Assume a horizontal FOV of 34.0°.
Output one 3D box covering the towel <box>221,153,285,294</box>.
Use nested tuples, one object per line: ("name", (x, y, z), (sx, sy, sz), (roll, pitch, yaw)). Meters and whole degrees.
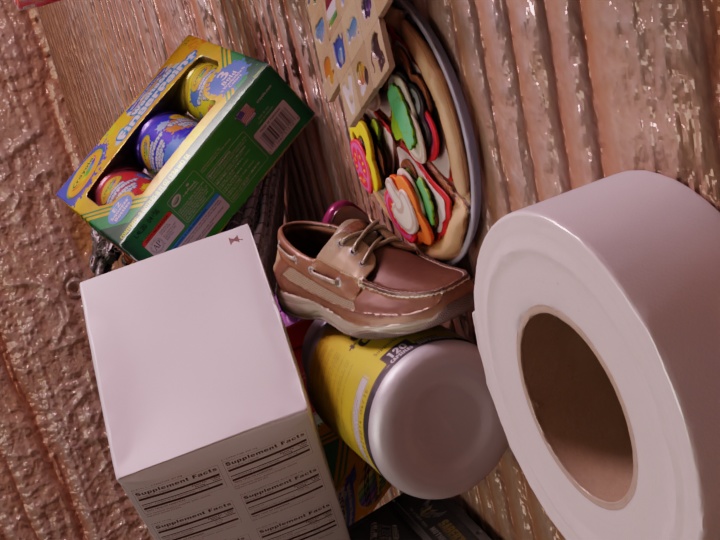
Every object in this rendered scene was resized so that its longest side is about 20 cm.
("towel", (-0.124, -0.018, 1.136), (0.167, 0.084, 0.202), (98, 178, -55))

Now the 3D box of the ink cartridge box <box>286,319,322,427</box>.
("ink cartridge box", (-0.066, 0.139, 1.149), (0.068, 0.115, 0.201), (60, 171, 33))

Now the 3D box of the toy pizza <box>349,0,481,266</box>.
("toy pizza", (0.024, -0.097, 0.824), (0.202, 0.031, 0.201), (90, 154, -46))

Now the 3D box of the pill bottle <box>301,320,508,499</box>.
("pill bottle", (0.024, 0.085, 0.880), (0.200, 0.111, 0.114), (27, 134, 65))

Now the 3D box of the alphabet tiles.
("alphabet tiles", (-0.013, -0.209, 0.799), (0.166, 0.006, 0.203), (134, 126, -67))

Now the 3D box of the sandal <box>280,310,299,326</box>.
("sandal", (-0.072, 0.042, 1.229), (0.202, 0.049, 0.084), (16, 123, 68))

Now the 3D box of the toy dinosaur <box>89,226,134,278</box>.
("toy dinosaur", (-0.212, -0.025, 1.155), (0.102, 0.200, 0.135), (49, 147, -8))

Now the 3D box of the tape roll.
("tape roll", (0.133, 0.056, 0.589), (0.203, 0.070, 0.204), (57, 158, 37))

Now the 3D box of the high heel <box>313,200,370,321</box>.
("high heel", (-0.026, -0.001, 1.008), (0.096, 0.067, 0.202), (43, 153, 35))

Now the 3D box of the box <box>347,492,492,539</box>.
("box", (0.040, 0.263, 0.936), (0.200, 0.157, 0.049), (35, 149, 61))

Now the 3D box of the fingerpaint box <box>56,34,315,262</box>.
("fingerpaint box", (-0.162, -0.104, 1.057), (0.073, 0.201, 0.166), (44, 172, -37))

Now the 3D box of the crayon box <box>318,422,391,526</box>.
("crayon box", (-0.024, 0.200, 1.087), (0.051, 0.200, 0.127), (24, 141, 22))

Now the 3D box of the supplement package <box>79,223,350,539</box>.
("supplement package", (-0.113, 0.115, 0.940), (0.201, 0.145, 0.193), (77, 173, -50))

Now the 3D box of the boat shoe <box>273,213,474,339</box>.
("boat shoe", (0.000, 0.000, 0.847), (0.198, 0.075, 0.073), (6, 115, 46))

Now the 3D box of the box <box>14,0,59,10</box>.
("box", (-0.248, -0.332, 1.127), (0.095, 0.197, 0.104), (177, 75, -74))
